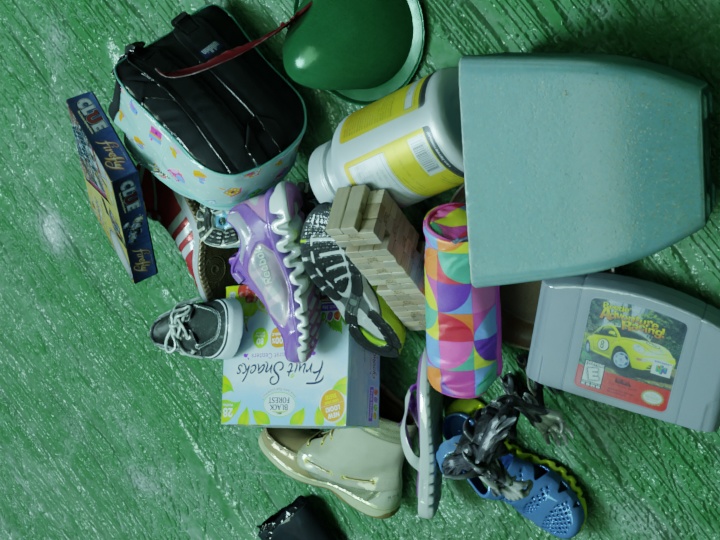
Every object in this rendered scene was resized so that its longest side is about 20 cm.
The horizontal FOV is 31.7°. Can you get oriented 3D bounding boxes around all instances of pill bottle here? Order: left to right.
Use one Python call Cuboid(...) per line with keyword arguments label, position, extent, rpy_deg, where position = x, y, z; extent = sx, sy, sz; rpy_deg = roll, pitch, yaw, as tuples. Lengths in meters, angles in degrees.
Cuboid(label="pill bottle", position=(0.041, -0.123, 1.299), extent=(0.199, 0.112, 0.113), rpy_deg=(-20, 98, 42))

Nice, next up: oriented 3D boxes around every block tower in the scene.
Cuboid(label="block tower", position=(0.039, -0.007, 1.321), extent=(0.054, 0.058, 0.200), rpy_deg=(-4, 145, 33))

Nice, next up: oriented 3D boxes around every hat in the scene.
Cuboid(label="hat", position=(-0.057, -0.221, 1.285), extent=(0.166, 0.176, 0.200), rpy_deg=(52, 132, 5))

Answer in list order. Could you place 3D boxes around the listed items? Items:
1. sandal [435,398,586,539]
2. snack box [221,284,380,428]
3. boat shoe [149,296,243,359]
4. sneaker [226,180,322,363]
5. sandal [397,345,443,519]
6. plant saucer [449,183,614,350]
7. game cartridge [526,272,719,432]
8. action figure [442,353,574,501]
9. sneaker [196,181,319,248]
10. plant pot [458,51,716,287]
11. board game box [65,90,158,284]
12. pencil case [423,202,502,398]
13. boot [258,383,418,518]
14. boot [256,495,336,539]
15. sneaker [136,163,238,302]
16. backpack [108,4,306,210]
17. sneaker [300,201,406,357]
Cuboid(label="sandal", position=(0.157, 0.230, 1.395), extent=(0.199, 0.087, 0.080), rpy_deg=(35, 126, 18))
Cuboid(label="snack box", position=(-0.070, 0.099, 1.480), extent=(0.199, 0.067, 0.171), rpy_deg=(-4, 81, 40))
Cuboid(label="boat shoe", position=(-0.201, 0.068, 1.521), extent=(0.199, 0.067, 0.074), rpy_deg=(-2, 84, 62))
Cuboid(label="sneaker", position=(-0.096, 0.005, 1.381), extent=(0.088, 0.081, 0.202), rpy_deg=(-8, 105, 10))
Cuboid(label="sandal", position=(0.065, 0.184, 1.429), extent=(0.049, 0.082, 0.205), rpy_deg=(2, 102, 12))
Cuboid(label="plant saucer", position=(0.174, -0.015, 1.299), extent=(0.199, 0.034, 0.202), rpy_deg=(16, 119, 30))
Cuboid(label="game cartridge", position=(0.266, 0.073, 1.238), extent=(0.198, 0.041, 0.134), rpy_deg=(15, 119, 17))
Cuboid(label="action figure", position=(0.156, 0.168, 1.288), extent=(0.102, 0.200, 0.119), rpy_deg=(39, 127, 3))
Cuboid(label="sneaker", position=(-0.085, -0.058, 1.463), extent=(0.198, 0.090, 0.079), rpy_deg=(4, 87, 19))
Cuboid(label="plant pot", position=(0.209, -0.098, 1.119), extent=(0.198, 0.196, 0.198), rpy_deg=(0, 100, 19))
Cuboid(label="board game box", position=(-0.292, -0.095, 1.497), extent=(0.136, 0.034, 0.201), rpy_deg=(56, 160, 29))
Cuboid(label="pencil case", position=(0.106, 0.030, 1.284), extent=(0.088, 0.088, 0.202), rpy_deg=(18, 127, 30))
Cuboid(label="boot", position=(-0.027, 0.194, 1.532), extent=(0.199, 0.072, 0.156), rpy_deg=(25, 125, 20))
Cuboid(label="boot", position=(-0.037, 0.367, 1.617), extent=(0.200, 0.076, 0.169), rpy_deg=(-30, 95, 49))
Cuboid(label="sneaker", position=(-0.220, -0.051, 1.568), extent=(0.112, 0.071, 0.202), rpy_deg=(3, 113, 40))
Cuboid(label="backpack", position=(-0.162, -0.164, 1.401), extent=(0.200, 0.175, 0.154), rpy_deg=(41, 147, 16))
Cuboid(label="sneaker", position=(0.000, 0.000, 1.373), extent=(0.073, 0.081, 0.201), rpy_deg=(-2, 132, 32))
